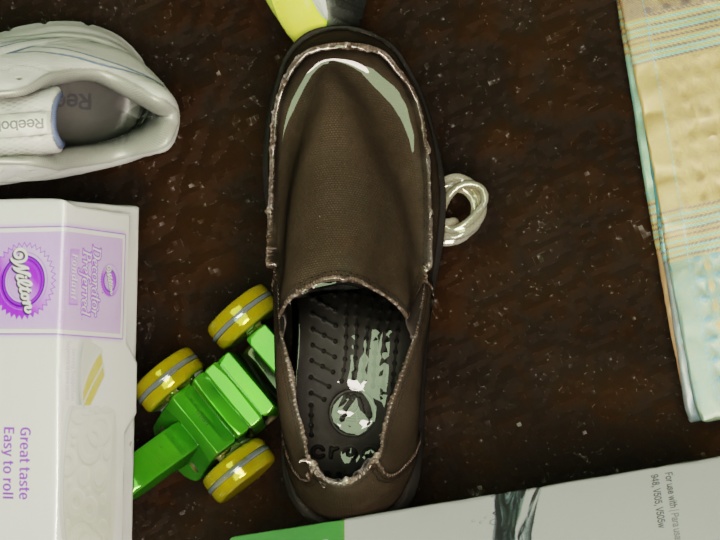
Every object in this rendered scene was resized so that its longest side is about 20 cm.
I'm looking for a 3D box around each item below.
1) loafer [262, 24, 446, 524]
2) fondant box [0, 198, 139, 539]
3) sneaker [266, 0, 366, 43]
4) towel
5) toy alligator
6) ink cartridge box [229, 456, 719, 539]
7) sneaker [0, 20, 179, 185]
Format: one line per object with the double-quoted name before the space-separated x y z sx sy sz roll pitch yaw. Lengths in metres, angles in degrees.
"loafer" 0.000 0.000 1.127 0.073 0.071 0.200 -4 83 0
"fondant box" -0.187 0.045 1.173 0.200 0.058 0.144 -1 86 28
"sneaker" -0.071 -0.164 1.198 0.090 0.078 0.200 -35 76 12
"towel" 0.187 -0.048 1.177 0.147 0.022 0.200 -11 83 6
"toy alligator" -0.026 0.033 1.187 0.200 0.054 0.059 -40 84 -5
"ink cartridge box" 0.061 0.163 1.117 0.200 0.083 0.147 -11 125 7
"sneaker" -0.164 -0.064 1.150 0.200 0.087 0.075 -11 105 -25
